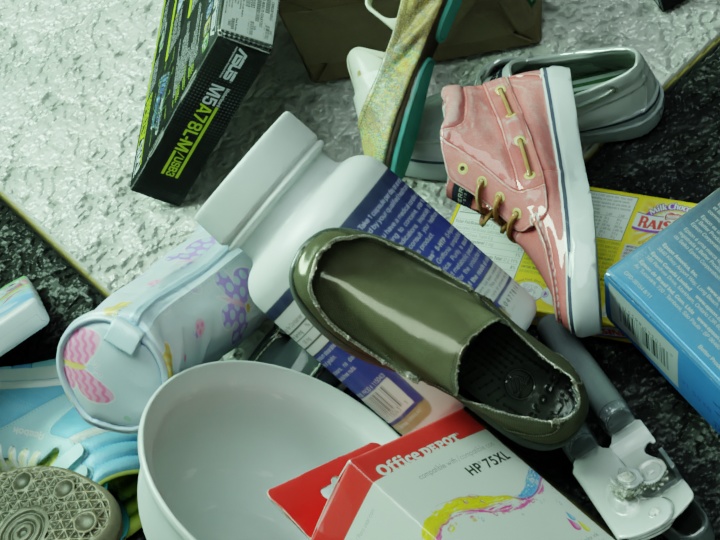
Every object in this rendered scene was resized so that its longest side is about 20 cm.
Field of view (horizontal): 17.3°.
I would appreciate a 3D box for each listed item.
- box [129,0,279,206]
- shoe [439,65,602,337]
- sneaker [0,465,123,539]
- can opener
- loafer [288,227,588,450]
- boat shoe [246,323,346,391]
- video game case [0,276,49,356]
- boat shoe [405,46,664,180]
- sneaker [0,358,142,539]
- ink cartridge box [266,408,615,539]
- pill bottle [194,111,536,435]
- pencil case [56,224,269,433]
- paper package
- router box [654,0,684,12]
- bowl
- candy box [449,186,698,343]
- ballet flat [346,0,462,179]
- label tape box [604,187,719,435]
[{"bbox_3d":[-0.103,-0.179,1.670,0.047,0.193,0.201,16,53,-14],"label":"box"},{"bbox_3d":[0.101,-0.041,1.506,0.090,0.072,0.201,-7,56,3],"label":"shoe"},{"bbox_3d":[-0.221,0.173,1.495,0.199,0.076,0.071,-4,50,31],"label":"sneaker"},{"bbox_3d":[0.146,0.103,1.440,0.052,0.067,0.200,-32,42,-1],"label":"can opener"},{"bbox_3d":[0.052,0.035,1.375,0.199,0.070,0.076,28,79,-5],"label":"loafer"},{"bbox_3d":[-0.025,0.027,1.555,0.073,0.062,0.200,30,69,36],"label":"boat shoe"},{"bbox_3d":[-0.298,0.073,1.582,0.199,0.022,0.182,-34,10,-6],"label":"video game case"},{"bbox_3d":[0.105,-0.118,1.611,0.198,0.067,0.074,-13,51,12],"label":"boat shoe"},{"bbox_3d":[-0.212,0.129,1.541,0.199,0.080,0.131,-16,49,10],"label":"sneaker"},{"bbox_3d":[0.056,0.154,1.362,0.200,0.068,0.116,40,33,23],"label":"ink cartridge box"},{"bbox_3d":[0.000,0.000,1.468,0.200,0.120,0.120,42,72,-3],"label":"pill bottle"},{"bbox_3d":[-0.113,0.028,1.521,0.083,0.091,0.200,43,37,3],"label":"pencil case"},{"bbox_3d":[0.034,-0.255,1.720,0.189,0.104,0.201,-9,51,15],"label":"paper package"},{"bbox_3d":[0.262,-0.293,1.692,0.199,0.052,0.158,-29,49,-2],"label":"router box"},{"bbox_3d":[-0.055,0.155,1.427,0.200,0.091,0.202,19,34,-14],"label":"bowl"},{"bbox_3d":[0.146,-0.007,1.538,0.199,0.026,0.103,11,58,27],"label":"candy box"},{"bbox_3d":[0.028,-0.154,1.590,0.070,0.071,0.201,20,90,32],"label":"ballet flat"},{"bbox_3d":[0.270,0.006,1.440,0.199,0.063,0.144,-35,60,-13],"label":"label tape box"}]
